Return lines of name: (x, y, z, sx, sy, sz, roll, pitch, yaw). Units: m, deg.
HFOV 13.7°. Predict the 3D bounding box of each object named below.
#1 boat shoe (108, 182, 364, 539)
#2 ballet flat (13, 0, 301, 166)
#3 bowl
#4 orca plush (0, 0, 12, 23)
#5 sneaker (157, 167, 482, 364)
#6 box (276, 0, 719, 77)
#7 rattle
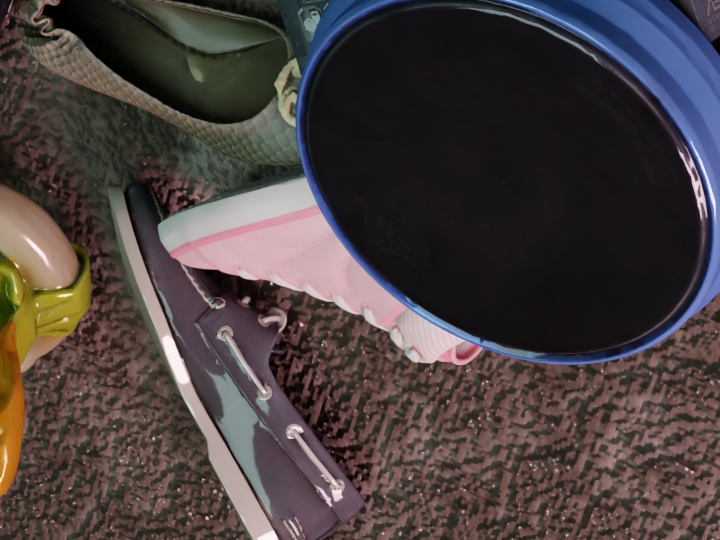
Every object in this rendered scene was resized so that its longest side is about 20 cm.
boat shoe: (-0.061, 0.042, 1.447, 0.063, 0.073, 0.200, -25, 90, -5)
ballet flat: (-0.080, -0.098, 1.379, 0.200, 0.046, 0.068, 21, 78, 28)
bowl: (0.064, -0.045, 1.218, 0.200, 0.039, 0.201, 17, 134, 18)
orca plush: (-0.231, -0.104, 1.442, 0.200, 0.105, 0.071, -9, 84, 37)
sneaker: (0.000, 0.000, 1.361, 0.200, 0.075, 0.105, -11, 98, 32)
box: (0.045, -0.157, 1.221, 0.200, 0.051, 0.158, -8, 109, 36)
rattle: (-0.241, 0.009, 1.459, 0.200, 0.143, 0.130, 34, 154, -18)
